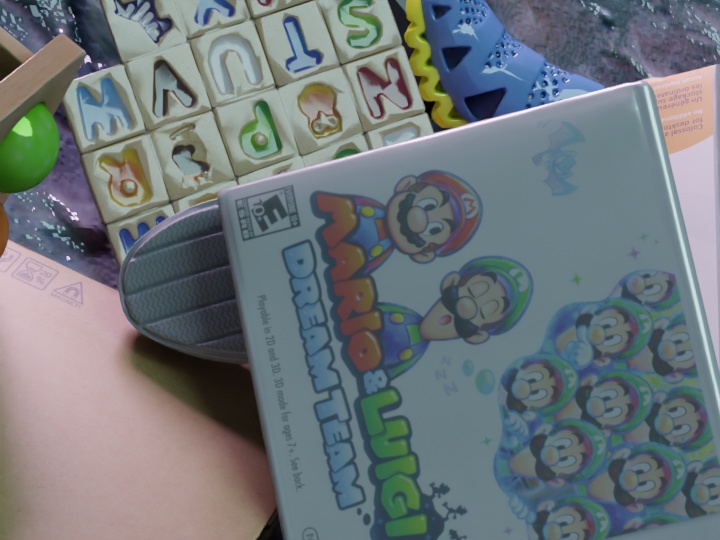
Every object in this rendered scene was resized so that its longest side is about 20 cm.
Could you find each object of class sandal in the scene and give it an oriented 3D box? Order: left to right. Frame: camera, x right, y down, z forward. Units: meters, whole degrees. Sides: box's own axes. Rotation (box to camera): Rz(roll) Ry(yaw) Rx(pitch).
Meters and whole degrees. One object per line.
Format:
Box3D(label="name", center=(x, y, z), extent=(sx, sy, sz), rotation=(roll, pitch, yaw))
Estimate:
Box3D(label="sandal", center=(0.089, -0.079, 1.412), extent=(0.201, 0.087, 0.080), rotation=(59, 25, -23))

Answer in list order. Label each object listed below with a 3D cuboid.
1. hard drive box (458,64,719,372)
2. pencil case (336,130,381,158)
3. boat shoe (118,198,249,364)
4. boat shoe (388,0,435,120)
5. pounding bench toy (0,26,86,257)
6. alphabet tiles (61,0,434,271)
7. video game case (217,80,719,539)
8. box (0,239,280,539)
Box3D(label="hard drive box", center=(0.096, 0.026, 1.183), extent=(0.077, 0.155, 0.201), rotation=(54, 30, -46))
Box3D(label="pencil case", center=(0.047, 0.013, 1.347), extent=(0.200, 0.087, 0.088), rotation=(40, 40, -15))
Box3D(label="boat shoe", center=(0.000, 0.000, 1.149), extent=(0.062, 0.198, 0.073), rotation=(29, 55, -76))
Box3D(label="boat shoe", center=(0.038, -0.165, 1.487), extent=(0.074, 0.066, 0.200), rotation=(33, 42, -22))
Box3D(label="pounding bench toy", center=(-0.192, -0.075, 1.122), extent=(0.156, 0.124, 0.200), rotation=(38, 39, 3))
Box3D(label="alphabet tiles", center=(-0.042, -0.047, 1.272), extent=(0.165, 0.006, 0.201), rotation=(-20, 91, -19))
Box3D(label="video game case", center=(0.048, 0.043, 1.084), extent=(0.024, 0.181, 0.201), rotation=(39, 38, -74))
Box3D(label="box", center=(-0.124, 0.062, 1.119), extent=(0.199, 0.021, 0.164), rotation=(25, 39, 10))
